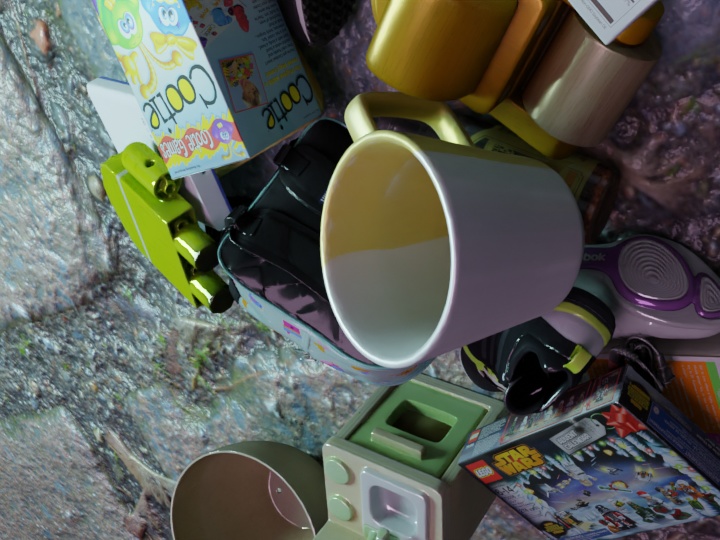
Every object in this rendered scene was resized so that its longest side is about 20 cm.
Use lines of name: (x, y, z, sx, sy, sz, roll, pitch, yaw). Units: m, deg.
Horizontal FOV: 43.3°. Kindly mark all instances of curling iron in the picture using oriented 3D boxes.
curling iron: (0.218, 0.132, 0.744, 0.049, 0.025, 0.202, 33, 143, 34)

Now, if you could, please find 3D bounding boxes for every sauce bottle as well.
sauce bottle: (0.104, -0.084, 0.725, 0.198, 0.066, 0.067, 23, 129, 24)

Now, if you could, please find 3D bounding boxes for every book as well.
book: (0.242, 0.116, 0.763, 0.198, 0.048, 0.135, -4, 117, 40)

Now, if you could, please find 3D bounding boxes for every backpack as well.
backpack: (0.000, 0.000, 0.774, 0.198, 0.177, 0.154, 31, 161, 17)

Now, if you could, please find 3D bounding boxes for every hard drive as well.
hard drive: (-0.201, -0.120, 0.898, 0.199, 0.025, 0.133, 24, 142, 52)

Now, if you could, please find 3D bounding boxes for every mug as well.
mug: (0.072, -0.038, 0.624, 0.149, 0.151, 0.190, -1, 94, 56)

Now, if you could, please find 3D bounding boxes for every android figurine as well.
android figurine: (-0.195, -0.044, 0.898, 0.200, 0.041, 0.184, 40, 154, 36)

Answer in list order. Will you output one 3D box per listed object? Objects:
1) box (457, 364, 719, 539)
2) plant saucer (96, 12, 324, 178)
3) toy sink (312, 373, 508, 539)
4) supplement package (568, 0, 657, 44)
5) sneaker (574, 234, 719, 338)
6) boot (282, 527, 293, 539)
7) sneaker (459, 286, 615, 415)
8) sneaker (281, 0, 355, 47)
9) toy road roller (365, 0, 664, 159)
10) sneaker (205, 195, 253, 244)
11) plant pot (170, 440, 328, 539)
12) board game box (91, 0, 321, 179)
box: (0.191, 0.162, 0.745, 0.136, 0.040, 0.200, 40, 142, -10)
plant saucer: (-0.133, -0.203, 0.840, 0.199, 0.048, 0.202, -20, 103, 43)
toy sink: (0.042, 0.200, 0.858, 0.129, 0.200, 0.114, 16, 127, 29)
supplement package: (0.142, -0.262, 0.519, 0.201, 0.156, 0.111, 50, 137, -1)
sneaker: (0.198, 0.020, 0.732, 0.197, 0.075, 0.100, 12, 147, 28)
boot: (-0.023, 0.418, 1.132, 0.199, 0.076, 0.170, 28, 135, 28)
sneaker: (0.122, 0.074, 0.719, 0.071, 0.083, 0.200, 34, 154, -5)
sneaker: (-0.058, -0.284, 0.726, 0.089, 0.070, 0.203, 18, 126, 41)
toy road roller: (0.093, -0.161, 0.627, 0.199, 0.146, 0.124, 38, 134, 11)
sneaker: (-0.083, 0.011, 0.915, 0.199, 0.070, 0.091, 38, 150, 20)
plant pot: (-0.101, 0.282, 1.050, 0.197, 0.134, 0.204, 6, 103, 26)
board game box: (-0.132, -0.194, 0.738, 0.102, 0.105, 0.202, -8, 111, 40)
